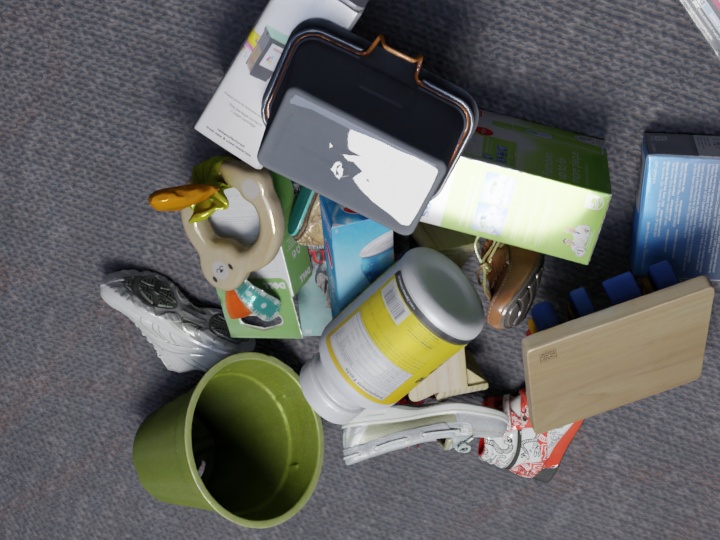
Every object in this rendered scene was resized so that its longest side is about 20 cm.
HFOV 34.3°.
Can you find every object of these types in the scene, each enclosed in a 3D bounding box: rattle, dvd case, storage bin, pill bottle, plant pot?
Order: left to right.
[{"bbox_3d":[-0.179,0.213,1.410,0.189,0.200,0.201,-17,117,46],"label":"plant pot"},{"bbox_3d":[-0.152,-0.008,1.240,0.129,0.143,0.202,9,116,4],"label":"rattle"},{"bbox_3d":[-0.010,-0.014,1.358,0.144,0.022,0.202,0,116,9],"label":"dvd case"},{"bbox_3d":[0.005,-0.129,1.064,0.199,0.135,0.146,25,119,-6],"label":"storage bin"},{"bbox_3d":[0.027,0.075,1.224,0.112,0.112,0.200,40,121,-13],"label":"pill bottle"}]

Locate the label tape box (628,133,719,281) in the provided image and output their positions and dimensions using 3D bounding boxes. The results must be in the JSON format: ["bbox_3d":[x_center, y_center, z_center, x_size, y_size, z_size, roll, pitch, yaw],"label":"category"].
[{"bbox_3d":[0.394,-0.065,1.242,0.198,0.066,0.145,3,119,5],"label":"label tape box"}]

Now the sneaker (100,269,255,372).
[{"bbox_3d":[-0.233,0.076,1.413,0.199,0.078,0.100,30,122,-6],"label":"sneaker"}]

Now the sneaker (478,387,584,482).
[{"bbox_3d":[0.207,0.162,1.391,0.107,0.067,0.203,16,122,-3],"label":"sneaker"}]

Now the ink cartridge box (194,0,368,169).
[{"bbox_3d":[-0.073,-0.225,1.184,0.084,0.145,0.200,32,118,-9],"label":"ink cartridge box"}]

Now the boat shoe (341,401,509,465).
[{"bbox_3d":[0.075,0.188,1.341,0.200,0.074,0.065,1,77,-17],"label":"boat shoe"}]

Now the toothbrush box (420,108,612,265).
[{"bbox_3d":[0.153,-0.097,1.217,0.198,0.146,0.087,14,119,3],"label":"toothbrush box"}]

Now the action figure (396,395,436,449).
[{"bbox_3d":[0.008,0.165,1.411,0.198,0.099,0.066,-7,117,10],"label":"action figure"}]

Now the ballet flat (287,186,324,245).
[{"bbox_3d":[-0.019,-0.118,1.276,0.065,0.071,0.201,15,109,-23],"label":"ballet flat"}]

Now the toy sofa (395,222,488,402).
[{"bbox_3d":[0.085,0.044,1.325,0.097,0.083,0.202,-11,118,-7],"label":"toy sofa"}]

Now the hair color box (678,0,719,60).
[{"bbox_3d":[0.401,-0.305,1.115,0.199,0.061,0.099,-35,108,23],"label":"hair color box"}]

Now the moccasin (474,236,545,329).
[{"bbox_3d":[0.156,-0.012,1.229,0.077,0.202,0.074,16,134,6],"label":"moccasin"}]

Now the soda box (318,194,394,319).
[{"bbox_3d":[0.000,0.000,1.275,0.067,0.064,0.201,-12,135,-8],"label":"soda box"}]

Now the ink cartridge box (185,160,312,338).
[{"bbox_3d":[-0.119,-0.024,1.335,0.103,0.059,0.202,-1,116,25],"label":"ink cartridge box"}]

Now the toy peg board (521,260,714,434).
[{"bbox_3d":[0.260,0.063,1.253,0.198,0.098,0.200,-19,146,-1],"label":"toy peg board"}]
